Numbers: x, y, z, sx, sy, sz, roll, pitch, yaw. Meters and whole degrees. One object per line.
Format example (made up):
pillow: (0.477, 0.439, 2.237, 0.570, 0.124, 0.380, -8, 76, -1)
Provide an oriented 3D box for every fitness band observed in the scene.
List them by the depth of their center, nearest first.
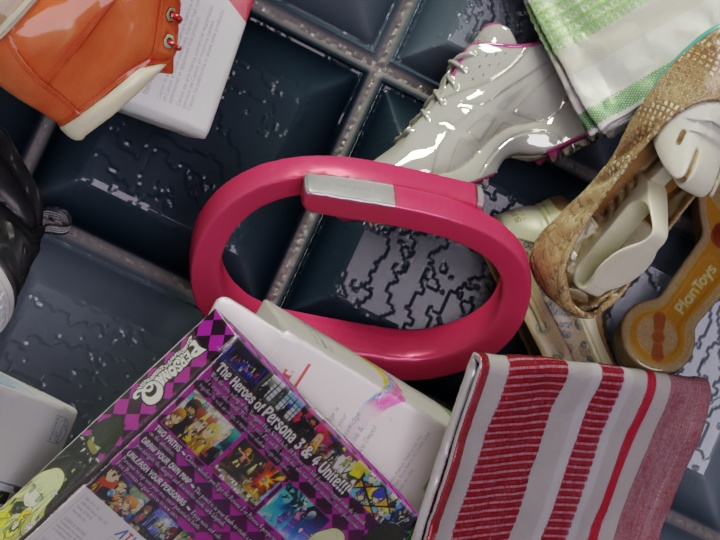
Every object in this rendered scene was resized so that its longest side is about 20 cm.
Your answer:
fitness band: (0.000, 0.000, 1.668, 0.199, 0.038, 0.144, 11, 135, -12)

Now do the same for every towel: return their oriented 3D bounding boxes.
towel: (0.115, 0.122, 1.645, 0.199, 0.023, 0.145, 8, 102, -45)
towel: (0.158, -0.191, 1.686, 0.149, 0.031, 0.201, -27, 72, 4)

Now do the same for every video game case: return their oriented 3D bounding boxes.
video game case: (-0.083, 0.141, 1.548, 0.181, 0.036, 0.200, -43, 130, 1)

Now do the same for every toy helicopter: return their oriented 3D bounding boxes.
toy helicopter: (0.211, -0.018, 1.735, 0.132, 0.079, 0.200, 40, 64, 2)

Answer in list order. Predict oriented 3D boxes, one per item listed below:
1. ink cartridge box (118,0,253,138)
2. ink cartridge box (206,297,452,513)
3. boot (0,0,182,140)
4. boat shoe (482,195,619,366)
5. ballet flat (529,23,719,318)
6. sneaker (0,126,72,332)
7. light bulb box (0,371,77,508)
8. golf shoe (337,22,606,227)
ink cartridge box: (-0.162, -0.176, 1.622, 0.199, 0.083, 0.146, 20, 89, -17)
ink cartridge box: (-0.032, 0.099, 1.638, 0.200, 0.067, 0.117, 32, 96, -19)
boot: (-0.120, -0.164, 1.560, 0.200, 0.075, 0.107, -45, 108, -1)
boat shoe: (0.119, 0.059, 1.736, 0.062, 0.073, 0.201, -14, 88, -9)
ballet flat: (0.171, -0.049, 1.641, 0.070, 0.065, 0.200, 18, 121, -29)
sneaker: (-0.259, -0.041, 1.611, 0.199, 0.076, 0.114, 27, 45, 11)
light bulb box: (-0.288, 0.077, 1.507, 0.197, 0.200, 0.125, 23, 87, 20)
golf shoe: (0.063, -0.090, 1.709, 0.199, 0.075, 0.092, -24, 92, -21)
